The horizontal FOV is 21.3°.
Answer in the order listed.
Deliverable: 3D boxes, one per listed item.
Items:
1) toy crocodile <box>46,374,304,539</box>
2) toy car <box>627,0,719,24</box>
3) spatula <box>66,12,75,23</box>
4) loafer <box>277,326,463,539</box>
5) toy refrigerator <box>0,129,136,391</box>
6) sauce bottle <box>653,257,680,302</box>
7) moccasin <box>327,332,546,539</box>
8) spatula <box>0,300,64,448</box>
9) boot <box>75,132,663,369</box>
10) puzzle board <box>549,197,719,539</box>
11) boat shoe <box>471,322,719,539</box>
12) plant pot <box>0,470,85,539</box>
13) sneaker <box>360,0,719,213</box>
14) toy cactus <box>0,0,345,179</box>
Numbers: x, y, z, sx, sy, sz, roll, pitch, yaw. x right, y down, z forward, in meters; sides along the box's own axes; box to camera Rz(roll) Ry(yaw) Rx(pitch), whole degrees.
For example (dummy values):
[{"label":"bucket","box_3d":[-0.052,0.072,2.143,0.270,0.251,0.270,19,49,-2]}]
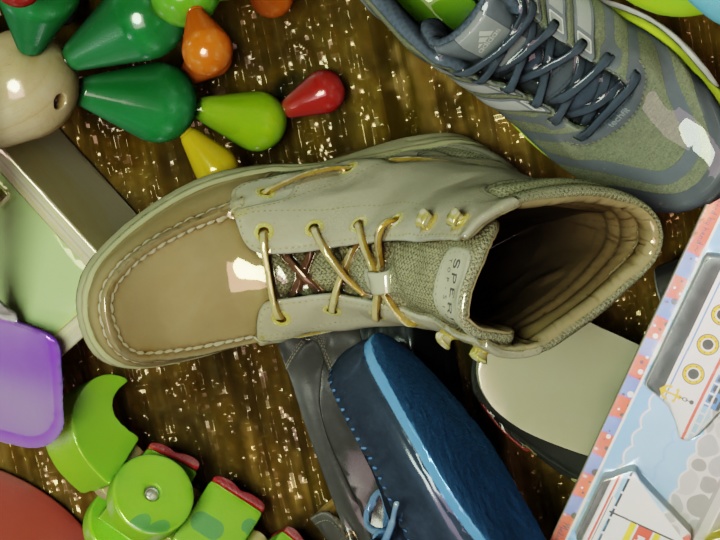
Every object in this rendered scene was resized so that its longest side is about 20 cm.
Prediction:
[{"label":"toy crocodile","box_3d":[-0.064,0.127,0.889,0.200,0.062,0.068,37,150,-2]},{"label":"toy car","box_3d":[0.159,-0.172,0.689,0.175,0.150,0.200,23,111,-25]},{"label":"spatula","box_3d":[-0.147,-0.202,0.812,0.021,0.057,0.200,-8,108,17]},{"label":"loafer","box_3d":[0.013,0.108,0.866,0.072,0.073,0.200,-7,95,21]},{"label":"toy refrigerator","box_3d":[-0.185,-0.049,0.853,0.076,0.070,0.200,-39,95,19]},{"label":"sauce bottle","box_3d":[0.221,-0.014,0.789,0.200,0.065,0.065,-18,102,15]},{"label":"moccasin","box_3d":[0.037,0.124,0.783,0.068,0.080,0.200,-31,88,22]},{"label":"spatula","box_3d":[-0.158,-0.001,0.796,0.056,0.021,0.200,13,135,16]},{"label":"boot","box_3d":[0.000,0.000,0.747,0.200,0.155,0.072,-18,108,-21]},{"label":"puzzle board","box_3d":[0.176,0.077,0.781,0.150,0.017,0.200,23,108,3]},{"label":"boat shoe","box_3d":[0.139,0.079,0.835,0.201,0.063,0.074,31,87,1]},{"label":"plant pot","box_3d":[-0.220,0.208,0.878,0.200,0.177,0.201,3,106,10]},{"label":"sneaker","box_3d":[0.060,-0.086,0.741,0.200,0.081,0.074,36,112,0]},{"label":"toy cactus","box_3d":[-0.102,-0.083,0.774,0.165,0.200,0.102,-25,68,15]}]
